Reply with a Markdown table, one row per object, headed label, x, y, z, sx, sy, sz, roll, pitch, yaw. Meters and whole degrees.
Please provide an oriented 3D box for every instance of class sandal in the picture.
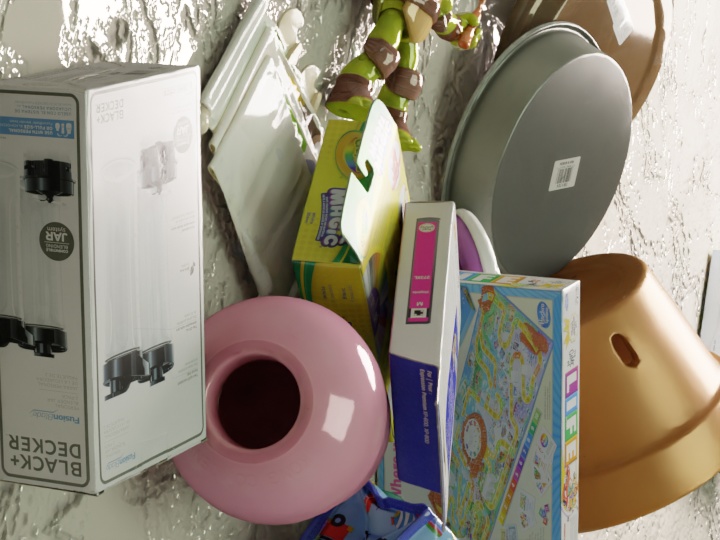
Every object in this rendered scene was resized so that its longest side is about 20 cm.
| label | x | y | z | sx | sy | sz | roll | pitch | yaw |
| --- | --- | --- | --- | --- | --- | --- | --- | --- | --- |
| sandal | 0.070 | 0.057 | 1.614 | 0.050 | 0.082 | 0.203 | -14 | 116 | -19 |

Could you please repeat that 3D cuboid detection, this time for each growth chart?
| label | x | y | z | sx | sy | sz | roll | pitch | yaw |
| --- | --- | --- | --- | --- | --- | --- | --- | --- | --- |
| growth chart | -0.051 | -0.060 | 1.373 | 0.145 | 0.018 | 0.200 | -60 | 146 | -43 |

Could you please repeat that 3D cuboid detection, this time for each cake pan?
| label | x | y | z | sx | sy | sz | roll | pitch | yaw |
| --- | --- | --- | --- | --- | --- | --- | --- | --- | --- |
| cake pan | 0.132 | -0.078 | 1.671 | 0.200 | 0.037 | 0.201 | -32 | 134 | -40 |

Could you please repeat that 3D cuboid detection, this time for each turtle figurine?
| label | x | y | z | sx | sy | sz | roll | pitch | yaw |
| --- | --- | --- | --- | --- | --- | --- | --- | --- | --- |
| turtle figurine | 0.027 | -0.166 | 1.466 | 0.200 | 0.064 | 0.162 | 53 | 55 | -67 |

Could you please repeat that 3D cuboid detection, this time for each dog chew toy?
| label | x | y | z | sx | sy | sz | roll | pitch | yaw |
| --- | --- | --- | --- | --- | --- | --- | --- | --- | --- |
| dog chew toy | -0.038 | 0.083 | 1.316 | 0.200 | 0.124 | 0.125 | 35 | 62 | -76 |

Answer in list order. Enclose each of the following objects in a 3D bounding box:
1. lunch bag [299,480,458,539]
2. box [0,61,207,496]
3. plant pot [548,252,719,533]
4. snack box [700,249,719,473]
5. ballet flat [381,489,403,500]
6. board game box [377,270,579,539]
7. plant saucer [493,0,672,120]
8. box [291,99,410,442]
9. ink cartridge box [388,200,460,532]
| label | x | y | z | sx | sy | sz | roll | pitch | yaw |
| --- | --- | --- | --- | --- | --- | --- | --- | --- | --- |
| lunch bag | -0.006 | 0.248 | 1.399 | 0.200 | 0.094 | 0.151 | -49 | 122 | -13 |
| box | -0.130 | 0.001 | 1.162 | 0.117 | 0.060 | 0.201 | -25 | 117 | -62 |
| plant pot | 0.167 | 0.080 | 1.690 | 0.200 | 0.200 | 0.140 | -50 | 122 | -51 |
| snack box | 0.371 | 0.093 | 2.271 | 0.142 | 0.053 | 0.201 | 31 | 66 | -64 |
| ballet flat | -0.012 | 0.238 | 1.477 | 0.070 | 0.067 | 0.201 | 10 | 85 | -41 |
| board game box | 0.077 | 0.101 | 1.542 | 0.034 | 0.134 | 0.201 | -24 | 117 | -62 |
| plant saucer | 0.170 | -0.161 | 1.731 | 0.200 | 0.029 | 0.200 | -30 | 134 | -36 |
| box | 0.000 | 0.000 | 1.411 | 0.200 | 0.048 | 0.118 | 82 | 17 | -49 |
| ink cartridge box | 0.039 | 0.052 | 1.360 | 0.200 | 0.037 | 0.095 | -86 | 173 | -55 |
